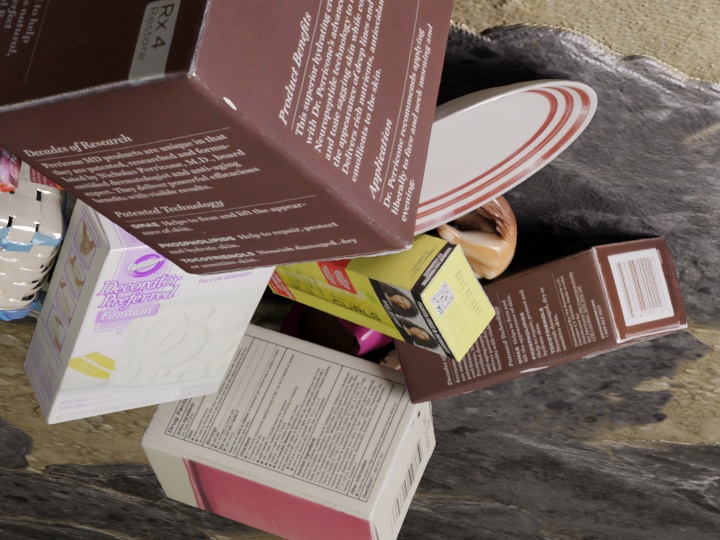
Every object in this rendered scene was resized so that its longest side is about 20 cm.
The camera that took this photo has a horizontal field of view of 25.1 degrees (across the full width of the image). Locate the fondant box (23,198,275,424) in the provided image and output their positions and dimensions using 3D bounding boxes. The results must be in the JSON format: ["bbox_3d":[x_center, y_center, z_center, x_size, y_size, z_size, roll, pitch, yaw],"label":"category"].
[{"bbox_3d":[-0.149,0.021,1.166,0.143,0.059,0.201,-9,144,-32],"label":"fondant box"}]

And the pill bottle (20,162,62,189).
[{"bbox_3d":[-0.252,-0.122,1.017,0.198,0.111,0.110,13,157,-4],"label":"pill bottle"}]

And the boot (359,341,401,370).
[{"bbox_3d":[0.045,0.086,1.424,0.106,0.076,0.200,13,157,-19],"label":"boot"}]

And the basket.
[{"bbox_3d":[-0.288,-0.042,1.150,0.138,0.178,0.200,11,145,-27],"label":"basket"}]

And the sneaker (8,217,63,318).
[{"bbox_3d":[-0.244,0.008,1.365,0.198,0.078,0.087,16,154,15],"label":"sneaker"}]

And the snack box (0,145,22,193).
[{"bbox_3d":[-0.254,-0.155,0.861,0.067,0.170,0.200,-11,151,26],"label":"snack box"}]

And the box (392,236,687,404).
[{"bbox_3d":[0.129,0.039,1.197,0.199,0.076,0.100,-19,173,42],"label":"box"}]

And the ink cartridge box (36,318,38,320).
[{"bbox_3d":[-0.221,0.035,1.452,0.161,0.058,0.200,4,161,16],"label":"ink cartridge box"}]

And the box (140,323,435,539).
[{"bbox_3d":[-0.054,0.136,1.291,0.198,0.129,0.109,17,151,17],"label":"box"}]

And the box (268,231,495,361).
[{"bbox_3d":[0.000,0.000,1.162,0.199,0.050,0.076,20,151,43],"label":"box"}]

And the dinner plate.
[{"bbox_3d":[0.055,-0.070,1.011,0.199,0.024,0.200,-23,163,-7],"label":"dinner plate"}]

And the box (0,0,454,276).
[{"bbox_3d":[-0.075,-0.116,0.877,0.163,0.167,0.200,-6,152,36],"label":"box"}]

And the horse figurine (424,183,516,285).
[{"bbox_3d":[0.063,-0.024,1.183,0.132,0.050,0.200,24,158,-10],"label":"horse figurine"}]

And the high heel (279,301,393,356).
[{"bbox_3d":[-0.029,0.051,1.327,0.068,0.096,0.200,50,140,-4],"label":"high heel"}]
